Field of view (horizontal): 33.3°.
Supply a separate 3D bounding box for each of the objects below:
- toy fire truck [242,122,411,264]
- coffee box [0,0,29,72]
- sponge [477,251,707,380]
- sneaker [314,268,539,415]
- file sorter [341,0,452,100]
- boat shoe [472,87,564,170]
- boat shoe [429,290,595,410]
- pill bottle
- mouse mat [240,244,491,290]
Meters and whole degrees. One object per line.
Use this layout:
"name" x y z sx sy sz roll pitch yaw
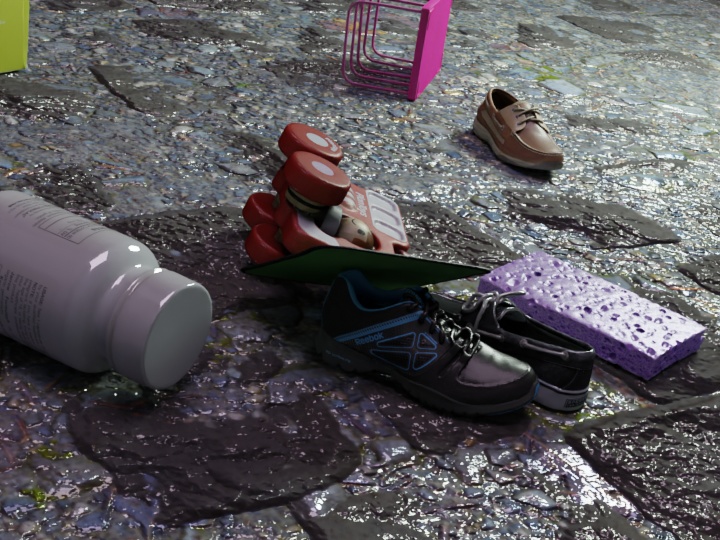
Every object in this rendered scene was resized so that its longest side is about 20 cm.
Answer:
"toy fire truck" -0.021 -0.052 1.221 0.168 0.112 0.200 23 22 -17
"coffee box" -0.567 -0.368 1.563 0.198 0.200 0.200 25 29 29
"sponge" 0.227 0.041 1.190 0.200 0.030 0.111 27 30 31
"sneaker" 0.056 0.062 1.019 0.200 0.082 0.073 16 26 13
"file sorter" 0.057 -0.365 1.863 0.125 0.139 0.200 13 25 10
"boat shoe" 0.213 -0.194 1.632 0.076 0.072 0.200 -3 28 -26
"boat shoe" 0.121 0.052 1.080 0.074 0.068 0.199 -14 33 -41
"pill bottle" -0.225 0.018 0.969 0.200 0.115 0.114 22 27 23
"mouse mat" 0.000 0.000 1.071 0.161 0.008 0.200 8 -11 -27
